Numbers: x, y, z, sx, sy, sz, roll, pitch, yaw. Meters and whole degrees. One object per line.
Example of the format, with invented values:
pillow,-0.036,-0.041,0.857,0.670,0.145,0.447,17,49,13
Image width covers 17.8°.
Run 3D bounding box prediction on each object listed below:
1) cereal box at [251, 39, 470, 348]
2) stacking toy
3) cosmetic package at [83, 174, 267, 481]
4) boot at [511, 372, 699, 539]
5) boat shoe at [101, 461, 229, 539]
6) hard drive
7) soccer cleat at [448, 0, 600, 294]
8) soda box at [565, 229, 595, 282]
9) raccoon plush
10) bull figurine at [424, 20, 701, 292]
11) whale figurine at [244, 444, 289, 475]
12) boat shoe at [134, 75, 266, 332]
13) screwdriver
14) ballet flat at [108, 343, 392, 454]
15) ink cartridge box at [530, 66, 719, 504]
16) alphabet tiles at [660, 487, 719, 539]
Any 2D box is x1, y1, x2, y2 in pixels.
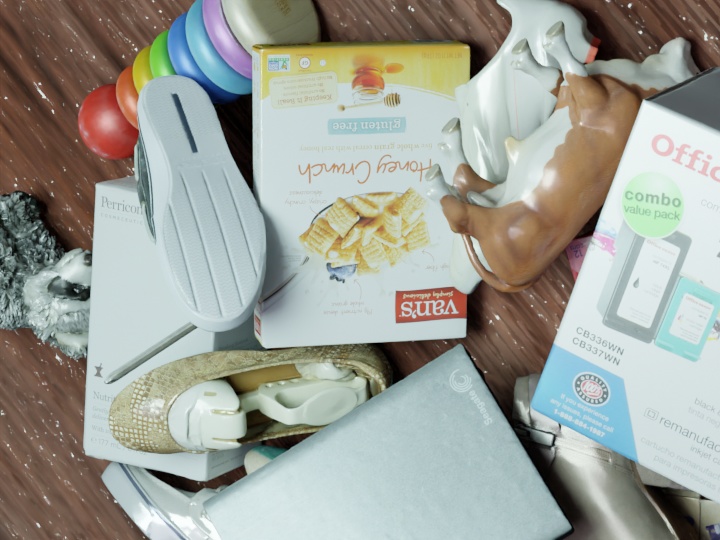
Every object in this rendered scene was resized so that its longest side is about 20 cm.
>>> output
cereal box,0.000,-0.051,1.529,0.143,0.040,0.201,-3,101,-12
stacking toy,-0.122,-0.138,1.606,0.200,0.085,0.086,-29,86,36
cosmetic package,-0.129,0.037,1.636,0.112,0.081,0.201,9,105,28
boot,0.151,0.165,1.500,0.146,0.070,0.201,12,88,12
boat shoe,-0.099,0.192,1.668,0.200,0.071,0.070,39,88,20
hard drive,0.018,0.158,1.475,0.200,0.033,0.140,-32,75,2
soccer cleat,0.090,-0.084,1.499,0.077,0.069,0.201,22,103,3
soda box,0.233,-0.014,1.442,0.199,0.063,0.070,-15,93,29
raccoon plush,-0.251,0.029,1.718,0.134,0.097,0.200,46,148,1
bull figurine,0.129,-0.081,1.435,0.121,0.065,0.200,40,89,-17
whale figurine,0.011,0.160,1.586,0.200,0.104,0.159,16,144,46
boat shoe,-0.107,-0.035,1.524,0.071,0.072,0.201,105,157,-53
screwdriver,-0.098,0.022,1.549,0.028,0.200,0.029,-9,106,54
ballet flat,-0.071,0.088,1.561,0.199,0.065,0.071,-14,111,-12
ink cartridge box,0.217,0.006,1.334,0.146,0.146,0.201,26,112,20
alphabet tiles,0.181,0.179,1.542,0.166,0.008,0.201,5,103,27
